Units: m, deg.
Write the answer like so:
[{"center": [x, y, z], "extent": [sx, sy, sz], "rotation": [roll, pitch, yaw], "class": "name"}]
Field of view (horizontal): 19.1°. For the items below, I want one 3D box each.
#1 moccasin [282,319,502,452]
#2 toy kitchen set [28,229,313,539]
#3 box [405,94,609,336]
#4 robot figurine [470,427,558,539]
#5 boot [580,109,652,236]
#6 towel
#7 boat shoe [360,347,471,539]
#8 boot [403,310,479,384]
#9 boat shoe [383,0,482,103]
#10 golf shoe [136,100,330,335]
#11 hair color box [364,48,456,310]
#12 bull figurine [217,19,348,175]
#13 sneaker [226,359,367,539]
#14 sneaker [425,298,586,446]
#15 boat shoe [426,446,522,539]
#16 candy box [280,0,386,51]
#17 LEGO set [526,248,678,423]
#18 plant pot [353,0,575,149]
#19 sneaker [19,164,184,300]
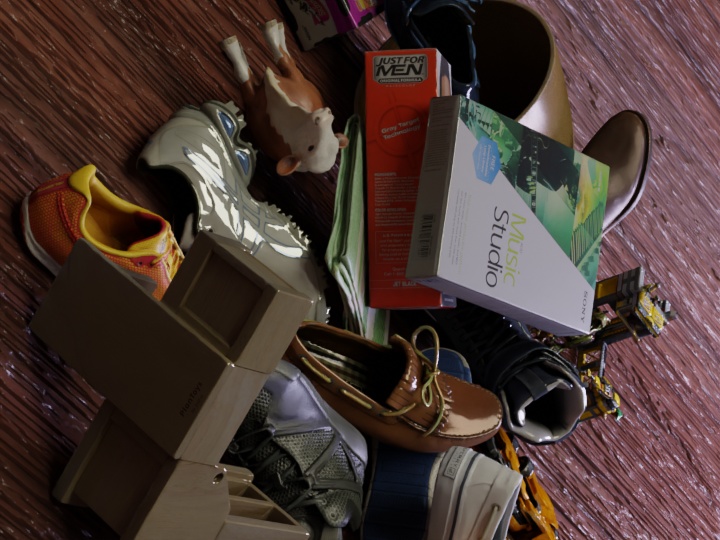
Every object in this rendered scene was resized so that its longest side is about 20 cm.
[{"center": [0.023, 0.083, 1.631], "extent": [0.201, 0.078, 0.074], "rotation": [24, 47, -20], "class": "moccasin"}, {"center": [-0.107, 0.073, 1.440], "extent": [0.163, 0.200, 0.180], "rotation": [37, 11, 35], "class": "toy kitchen set"}, {"center": [0.119, -0.040, 1.683], "extent": [0.200, 0.036, 0.145], "rotation": [20, 74, -47], "class": "box"}, {"center": [0.121, 0.192, 1.757], "extent": [0.145, 0.058, 0.200], "rotation": [55, 9, -23], "class": "robot figurine"}, {"center": [0.160, -0.085, 1.798], "extent": [0.200, 0.064, 0.187], "rotation": [34, 79, -53], "class": "boot"}, {"center": [0.000, 0.000, 1.701], "extent": [0.200, 0.023, 0.153], "rotation": [78, 15, -49], "class": "towel"}, {"center": [0.042, 0.157, 1.709], "extent": [0.072, 0.072, 0.200], "rotation": [76, 29, -56], "class": "boat shoe"}, {"center": [0.064, -0.001, 1.865], "extent": [0.200, 0.075, 0.097], "rotation": [61, 13, -15], "class": "boot"}, {"center": [0.074, -0.204, 1.823], "extent": [0.084, 0.069, 0.200], "rotation": [-2, 51, -22], "class": "boat shoe"}, {"center": [-0.101, -0.024, 1.608], "extent": [0.097, 0.078, 0.200], "rotation": [-39, 103, -39], "class": "golf shoe"}, {"center": [0.040, -0.070, 1.698], "extent": [0.102, 0.061, 0.201], "rotation": [7, 81, -81], "class": "hair color box"}, {"center": [-0.061, -0.130, 1.668], "extent": [0.200, 0.065, 0.122], "rotation": [-159, -134, -85], "class": "bull figurine"}, {"center": [-0.059, 0.137, 1.547], "extent": [0.199, 0.076, 0.114], "rotation": [46, 30, -43], "class": "sneaker"}, {"center": [0.112, 0.054, 1.755], "extent": [0.203, 0.077, 0.146], "rotation": [55, 0, -14], "class": "sneaker"}, {"center": [0.084, 0.226, 1.639], "extent": [0.074, 0.067, 0.200], "rotation": [-54, 156, -45], "class": "boat shoe"}, {"center": [-0.017, -0.289, 1.902], "extent": [0.137, 0.061, 0.200], "rotation": [65, 31, -9], "class": "candy box"}, {"center": [0.220, 0.039, 2.025], "extent": [0.200, 0.116, 0.154], "rotation": [54, 33, -23], "class": "LEGO set"}, {"center": [0.116, -0.109, 1.919], "extent": [0.200, 0.186, 0.187], "rotation": [57, 29, -46], "class": "plant pot"}, {"center": [-0.149, 0.004, 1.484], "extent": [0.200, 0.077, 0.073], "rotation": [42, 37, -41], "class": "sneaker"}]
